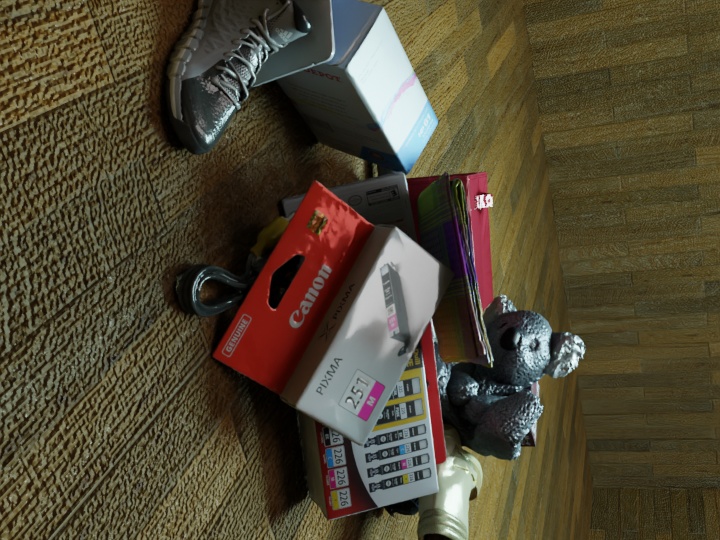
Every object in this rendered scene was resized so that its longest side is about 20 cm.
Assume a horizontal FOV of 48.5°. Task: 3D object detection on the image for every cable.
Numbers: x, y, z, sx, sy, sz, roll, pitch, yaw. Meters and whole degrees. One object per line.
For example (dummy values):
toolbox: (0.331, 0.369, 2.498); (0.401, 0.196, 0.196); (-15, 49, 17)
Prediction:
cable: (-0.116, 0.012, 0.783); (0.199, 0.050, 0.098); (-29, 130, -54)

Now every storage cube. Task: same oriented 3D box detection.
storage cube: (0.076, -0.030, 1.036); (0.171, 0.197, 0.182); (-27, 114, -72)

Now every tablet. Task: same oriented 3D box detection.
tablet: (-0.081, -0.295, 0.794); (0.014, 0.129, 0.203); (-5, 90, -48)

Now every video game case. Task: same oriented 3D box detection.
video game case: (0.000, 0.000, 0.922); (0.018, 0.141, 0.202); (-116, -167, -72)

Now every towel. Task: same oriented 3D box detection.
towel: (0.098, 0.006, 0.866); (0.144, 0.022, 0.203); (147, -66, -78)

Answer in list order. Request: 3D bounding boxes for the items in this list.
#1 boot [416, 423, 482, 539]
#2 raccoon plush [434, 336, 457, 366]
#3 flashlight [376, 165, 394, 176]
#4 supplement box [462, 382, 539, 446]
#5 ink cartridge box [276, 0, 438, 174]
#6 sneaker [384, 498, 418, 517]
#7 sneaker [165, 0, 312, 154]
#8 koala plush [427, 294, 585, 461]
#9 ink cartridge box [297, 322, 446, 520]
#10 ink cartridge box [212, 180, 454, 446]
boot: (0.121, 0.315, 1.072); (0.201, 0.072, 0.157); (64, 24, -50)
raccoon plush: (0.056, 0.111, 1.160); (0.133, 0.097, 0.201); (18, 38, -52)
flashlight: (0.051, -0.117, 1.173); (0.067, 0.068, 0.203); (-2, 82, -26)
supplement box: (0.164, 0.204, 1.202); (0.061, 0.198, 0.110); (63, 31, -43)
ink cartridge box: (-0.014, -0.211, 0.894); (0.085, 0.144, 0.200); (-58, 148, -11)
sneaker: (0.051, 0.293, 1.074); (0.200, 0.069, 0.079); (22, 59, -67)
sneaker: (-0.103, -0.201, 0.728); (0.075, 0.114, 0.202); (51, 39, -54)
koala plush: (0.191, 0.135, 1.080); (0.201, 0.176, 0.184); (-55, 150, -18)
ink cartridge box: (0.022, 0.145, 0.879); (0.084, 0.173, 0.203); (-171, -108, -71)
ink cartridge box: (-0.020, 0.042, 0.778); (0.173, 0.043, 0.201); (35, 79, -30)
